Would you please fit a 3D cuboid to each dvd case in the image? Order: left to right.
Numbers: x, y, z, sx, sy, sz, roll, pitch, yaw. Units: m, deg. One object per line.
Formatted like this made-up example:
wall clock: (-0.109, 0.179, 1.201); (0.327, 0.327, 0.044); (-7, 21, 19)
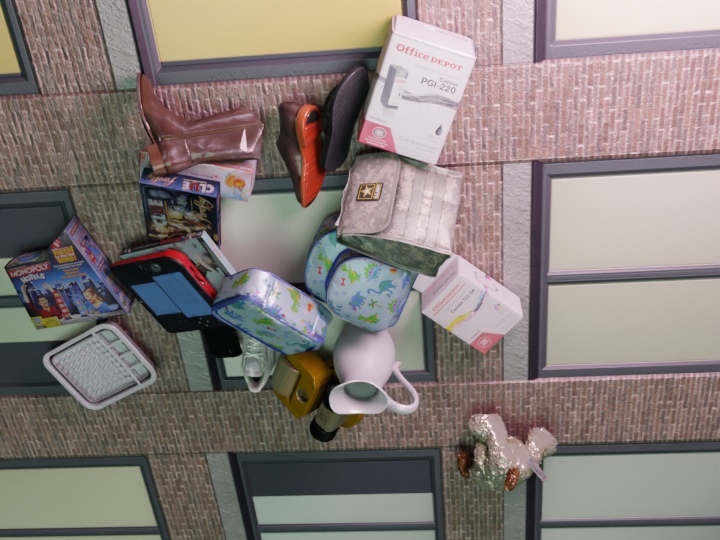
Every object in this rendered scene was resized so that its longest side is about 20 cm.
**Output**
dvd case: (-0.334, -0.002, 1.698); (0.198, 0.022, 0.147); (-11, 132, 26)

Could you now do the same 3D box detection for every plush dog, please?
plush dog: (0.297, 0.409, 1.902); (0.198, 0.162, 0.172); (16, 146, -7)

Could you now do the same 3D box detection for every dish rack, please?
dish rack: (-0.531, 0.190, 1.863); (0.198, 0.044, 0.172); (-27, 118, 19)

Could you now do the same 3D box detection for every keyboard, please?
keyboard: (-0.275, 0.081, 1.787); (0.103, 0.040, 0.202); (-2, 120, 24)

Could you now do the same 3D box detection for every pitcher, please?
pitcher: (0.029, 0.191, 1.732); (0.170, 0.201, 0.122); (15, 123, -7)

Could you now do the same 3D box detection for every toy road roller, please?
toy road roller: (-0.069, 0.232, 1.830); (0.200, 0.145, 0.124); (41, 129, 21)

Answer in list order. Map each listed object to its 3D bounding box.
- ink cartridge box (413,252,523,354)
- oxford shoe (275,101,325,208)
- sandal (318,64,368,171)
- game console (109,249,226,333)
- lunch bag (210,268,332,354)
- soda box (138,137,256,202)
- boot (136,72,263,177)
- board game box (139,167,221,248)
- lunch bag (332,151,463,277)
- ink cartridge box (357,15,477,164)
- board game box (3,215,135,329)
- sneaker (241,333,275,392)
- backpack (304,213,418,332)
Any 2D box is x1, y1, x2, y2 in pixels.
ink cartridge box: (0.193, 0.056, 1.711); (0.199, 0.068, 0.117); (33, 119, -16)
oxford shoe: (-0.106, -0.203, 1.579); (0.072, 0.071, 0.202); (21, 130, 25)
sandal: (-0.041, -0.259, 1.528); (0.048, 0.075, 0.202); (40, 132, 25)
game console: (-0.357, 0.045, 1.719); (0.175, 0.031, 0.201); (-12, 131, 28)
lunch bag: (-0.163, 0.080, 1.658); (0.199, 0.083, 0.160); (34, 151, -29)
soda box: (-0.284, -0.180, 1.592); (0.197, 0.069, 0.064); (11, 125, -3)
boot: (-0.271, -0.262, 1.540); (0.198, 0.064, 0.189); (-14, 87, -9)
board game box: (-0.317, -0.100, 1.616); (0.134, 0.035, 0.201); (10, 150, -2)
lunch bag: (0.061, -0.103, 1.550); (0.198, 0.166, 0.118); (15, 154, -6)
ink cartridge box: (0.090, -0.294, 1.485); (0.144, 0.085, 0.202); (15, 121, -6)
board game box: (-0.563, 0.003, 1.734); (0.197, 0.062, 0.202); (-9, 121, 10)
sneaker: (-0.196, 0.149, 1.781); (0.074, 0.100, 0.202); (5, 122, 3)
backpack: (0.000, 0.000, 1.644); (0.198, 0.147, 0.184); (21, 119, -6)
